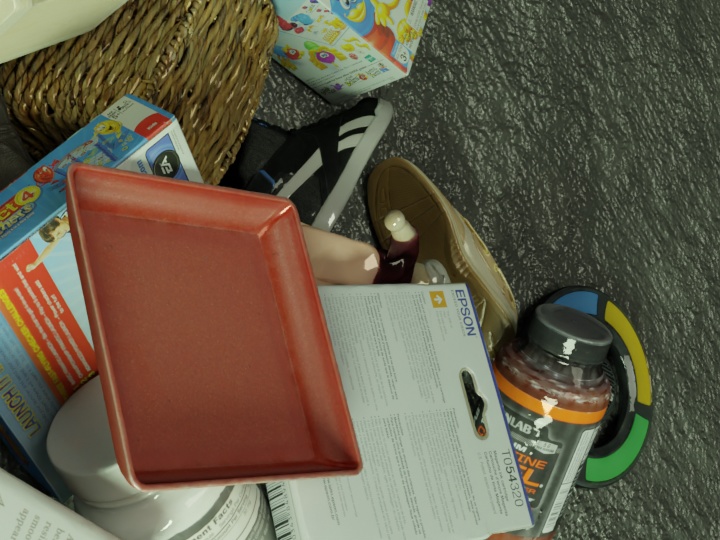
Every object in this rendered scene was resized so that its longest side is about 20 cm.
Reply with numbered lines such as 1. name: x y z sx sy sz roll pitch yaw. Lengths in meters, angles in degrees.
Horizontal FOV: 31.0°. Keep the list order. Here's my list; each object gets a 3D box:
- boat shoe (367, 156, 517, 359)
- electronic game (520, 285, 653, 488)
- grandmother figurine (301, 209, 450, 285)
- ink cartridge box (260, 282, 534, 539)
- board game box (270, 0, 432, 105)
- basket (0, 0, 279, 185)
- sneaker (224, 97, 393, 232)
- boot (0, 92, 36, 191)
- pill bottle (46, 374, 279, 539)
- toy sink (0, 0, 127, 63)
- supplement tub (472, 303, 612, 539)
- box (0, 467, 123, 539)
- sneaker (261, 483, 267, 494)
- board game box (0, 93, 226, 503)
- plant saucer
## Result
1. boat shoe: 0.076 -0.014 1.172 0.201 0.073 0.069 59 23 -1
2. electronic game: 0.225 0.115 1.289 0.199 0.041 0.202 9 76 -40
3. grandmother figurine: 0.000 0.000 1.009 0.199 0.121 0.061 16 41 -44
4. ink cartridge box: 0.016 0.107 0.933 0.199 0.043 0.198 0 67 -36
5. board game box: -0.049 -0.246 1.082 0.200 0.105 0.104 35 60 -32
6. basket: -0.168 -0.152 0.990 0.143 0.148 0.201 66 39 -54
7. sneaker: -0.047 -0.108 1.080 0.111 0.073 0.200 30 40 -4
8. boot: -0.281 -0.036 0.867 0.200 0.069 0.175 -36 116 -26
9. pill bottle: -0.121 0.163 0.872 0.113 0.113 0.201 -54 135 -34
10. toy sink: -0.238 -0.206 0.808 0.200 0.112 0.131 -34 96 -48
11. supplement tub: 0.150 0.132 1.121 0.106 0.107 0.201 0 116 -41
12. box: -0.252 0.229 0.751 0.171 0.199 0.200 38 59 -27
13. sneaker: -0.104 0.155 0.978 0.199 0.077 0.086 14 79 -36
14. board game box: -0.177 0.021 0.866 0.196 0.056 0.201 -42 139 -23
15. plant saucer: -0.096 0.041 0.814 0.199 0.037 0.201 6 63 -50
